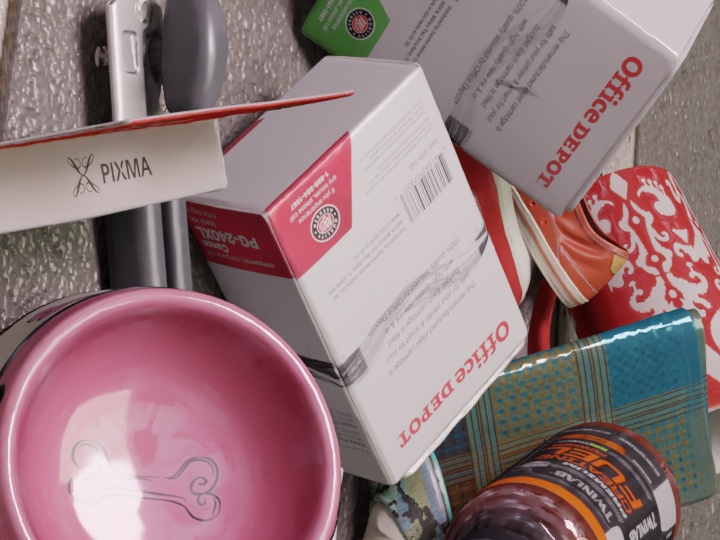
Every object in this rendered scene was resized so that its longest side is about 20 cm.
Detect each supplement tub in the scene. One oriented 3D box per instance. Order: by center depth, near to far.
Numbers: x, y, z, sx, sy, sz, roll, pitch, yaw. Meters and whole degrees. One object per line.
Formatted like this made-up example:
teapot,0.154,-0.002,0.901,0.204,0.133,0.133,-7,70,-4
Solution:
supplement tub,0.116,0.166,1.370,0.200,0.106,0.108,-26,108,-61

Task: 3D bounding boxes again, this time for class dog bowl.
dog bowl,-0.097,0.097,1.072,0.198,0.074,0.202,6,72,-20

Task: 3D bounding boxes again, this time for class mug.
mug,0.201,0.032,1.607,0.177,0.133,0.201,18,45,-52

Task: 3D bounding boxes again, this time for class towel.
towel,0.135,0.111,1.483,0.022,0.198,0.148,-127,-155,-59

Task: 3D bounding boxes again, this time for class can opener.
can opener,-0.106,-0.052,1.204,0.053,0.066,0.202,-2,92,-61

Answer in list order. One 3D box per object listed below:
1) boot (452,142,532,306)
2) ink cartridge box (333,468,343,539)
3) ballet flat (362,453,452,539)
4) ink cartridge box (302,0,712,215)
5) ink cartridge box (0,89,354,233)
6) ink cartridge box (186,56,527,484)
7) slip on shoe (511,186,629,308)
boot,0.047,-0.009,1.458,0.145,0.072,0.201,-64,141,-40
ink cartridge box,-0.086,0.179,1.175,0.146,0.083,0.202,35,56,-52
ballet flat,0.029,0.204,1.398,0.074,0.074,0.202,-26,106,-58
ink cartridge box,0.088,-0.153,1.370,0.199,0.146,0.084,36,40,0
ink cartridge box,-0.119,-0.047,1.063,0.200,0.172,0.044,-15,99,-60
ink cartridge box,0.000,0.000,1.322,0.145,0.083,0.201,-45,127,-32
slip on shoe,0.118,-0.074,1.551,0.201,0.061,0.074,60,12,4
